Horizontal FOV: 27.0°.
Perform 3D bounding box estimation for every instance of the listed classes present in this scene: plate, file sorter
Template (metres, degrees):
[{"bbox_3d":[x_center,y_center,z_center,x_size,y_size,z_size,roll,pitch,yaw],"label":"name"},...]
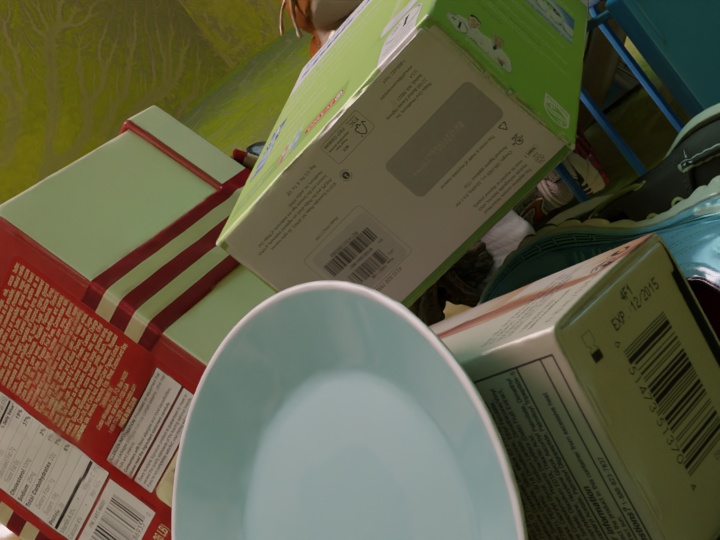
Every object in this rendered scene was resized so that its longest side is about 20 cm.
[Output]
[{"bbox_3d":[-0.005,0.105,0.556,0.025,0.203,0.199,2,-19,-42],"label":"plate"},{"bbox_3d":[0.192,-0.126,0.817,0.200,0.139,0.122,-47,13,-32],"label":"file sorter"}]

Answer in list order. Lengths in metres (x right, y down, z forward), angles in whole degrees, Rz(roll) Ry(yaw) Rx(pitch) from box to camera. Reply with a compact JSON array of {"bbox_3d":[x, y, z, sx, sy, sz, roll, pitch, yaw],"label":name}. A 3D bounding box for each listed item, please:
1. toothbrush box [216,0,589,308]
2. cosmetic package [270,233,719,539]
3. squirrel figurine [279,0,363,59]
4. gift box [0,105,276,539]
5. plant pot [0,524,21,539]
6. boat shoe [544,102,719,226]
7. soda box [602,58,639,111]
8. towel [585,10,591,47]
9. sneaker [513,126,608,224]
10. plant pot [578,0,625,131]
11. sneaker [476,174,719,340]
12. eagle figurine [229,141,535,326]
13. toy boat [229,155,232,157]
[{"bbox_3d":[0.027,-0.079,0.701,0.146,0.086,0.201,-44,15,28],"label":"toothbrush box"},{"bbox_3d":[0.048,0.074,0.601,0.199,0.104,0.087,-23,8,44],"label":"cosmetic package"},{"bbox_3d":[0.004,-0.168,1.047,0.141,0.187,0.200,-30,17,22],"label":"squirrel figurine"},{"bbox_3d":[-0.096,0.053,0.784,0.185,0.199,0.187,-54,-4,32],"label":"gift box"},{"bbox_3d":[-0.201,0.130,0.944,0.199,0.028,0.200,-36,15,11],"label":"plant pot"},{"bbox_3d":[0.152,-0.018,0.721,0.201,0.072,0.061,-35,16,47],"label":"boat shoe"},{"bbox_3d":[0.113,-0.115,1.135,0.199,0.069,0.064,-37,14,9],"label":"soda box"},{"bbox_3d":[0.133,-0.209,0.954,0.149,0.030,0.203,109,169,-77],"label":"towel"},{"bbox_3d":[0.095,-0.056,0.921,0.082,0.078,0.200,-34,-8,-7],"label":"sneaker"},{"bbox_3d":[0.150,-0.176,0.987,0.200,0.027,0.203,-171,90,-85],"label":"plant pot"},{"bbox_3d":[0.115,0.023,0.667,0.199,0.078,0.090,-28,22,45],"label":"sneaker"},{"bbox_3d":[-0.006,-0.003,0.906,0.152,0.151,0.199,-53,24,-14],"label":"eagle figurine"},{"bbox_3d":[-0.070,-0.011,1.126,0.197,0.132,0.131,-8,-20,1],"label":"toy boat"}]
